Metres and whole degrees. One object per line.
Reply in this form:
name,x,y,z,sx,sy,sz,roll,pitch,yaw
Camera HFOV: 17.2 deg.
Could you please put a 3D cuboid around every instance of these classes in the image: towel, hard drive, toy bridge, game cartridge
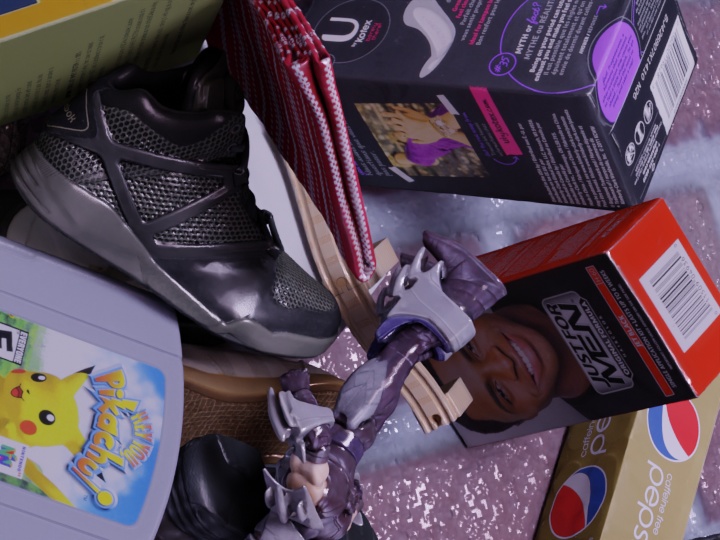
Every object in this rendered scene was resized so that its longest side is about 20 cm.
towel,-0.047,-0.103,1.183,0.022,0.200,0.145,-23,134,-9
hard drive,-0.057,-0.062,1.339,0.201,0.026,0.132,61,21,-9
toy bridge,0.000,0.000,1.327,0.201,0.027,0.067,63,21,-6
game cartridge,-0.154,0.078,1.162,0.133,0.040,0.201,23,48,-19

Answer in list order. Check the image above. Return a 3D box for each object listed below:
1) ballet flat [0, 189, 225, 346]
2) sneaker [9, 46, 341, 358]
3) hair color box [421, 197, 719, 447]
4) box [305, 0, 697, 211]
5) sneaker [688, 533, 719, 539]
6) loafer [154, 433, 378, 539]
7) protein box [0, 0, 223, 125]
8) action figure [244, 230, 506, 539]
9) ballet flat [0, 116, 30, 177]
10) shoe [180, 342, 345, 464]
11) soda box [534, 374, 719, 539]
ballet flat,-0.136,-0.006,1.275,0.199,0.068,0.068,12,73,-34
sneaker,-0.068,-0.036,1.216,0.199,0.114,0.076,36,15,-24
hair color box,0.115,0.034,1.371,0.061,0.200,0.102,-41,104,-36
box,0.075,-0.118,1.368,0.123,0.199,0.106,-64,146,-29
sneaker,0.259,0.223,1.522,0.199,0.075,0.116,-6,87,-28
loafer,-0.056,0.145,1.300,0.200,0.072,0.073,37,39,-46
protein box,-0.183,-0.155,1.150,0.199,0.199,0.136,-20,86,-12
action figure,-0.004,0.077,1.234,0.069,0.130,0.200,31,72,12
ballet flat,-0.207,-0.148,1.271,0.067,0.046,0.201,-2,80,-38
shoe,-0.094,0.076,1.304,0.199,0.053,0.070,5,108,-32
soda box,0.164,0.127,1.469,0.064,0.068,0.201,34,61,-25
